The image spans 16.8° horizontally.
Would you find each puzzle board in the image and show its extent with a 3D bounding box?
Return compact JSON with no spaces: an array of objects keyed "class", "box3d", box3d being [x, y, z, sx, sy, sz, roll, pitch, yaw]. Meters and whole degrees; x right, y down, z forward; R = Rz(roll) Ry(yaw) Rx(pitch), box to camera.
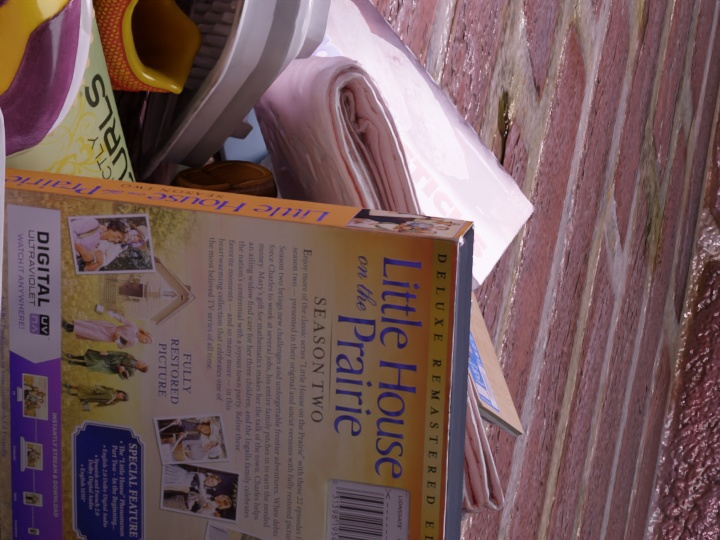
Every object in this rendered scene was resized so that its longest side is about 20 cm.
[{"class":"puzzle board","box3d":[0.043,0.010,1.271,0.200,0.017,0.151,37,33,-77]}]

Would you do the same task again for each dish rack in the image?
[{"class":"dish rack","box3d":[-0.042,-0.132,1.014,0.200,0.043,0.172,140,-37,-70]}]

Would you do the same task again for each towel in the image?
[{"class":"towel","box3d":[0.000,0.000,1.043,0.200,0.032,0.191,-155,-132,-77]}]

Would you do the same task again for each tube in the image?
[{"class":"tube","box3d":[-0.115,-0.034,0.934,0.200,0.052,0.058,78,13,-49]}]

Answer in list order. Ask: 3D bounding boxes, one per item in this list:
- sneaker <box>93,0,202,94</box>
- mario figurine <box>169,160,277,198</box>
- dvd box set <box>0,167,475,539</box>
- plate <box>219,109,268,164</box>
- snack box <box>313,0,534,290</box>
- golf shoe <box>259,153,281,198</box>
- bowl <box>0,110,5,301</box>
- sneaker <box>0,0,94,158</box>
[{"class":"sneaker","box3d":[-0.098,-0.147,0.895,0.200,0.077,0.073,76,26,-51]},{"class":"mario figurine","box3d":[-0.051,0.055,1.072,0.124,0.106,0.200,-64,168,-63]},{"class":"dvd box set","box3d":[-0.060,0.042,0.876,0.029,0.199,0.147,-50,143,-66]},{"class":"plate","box3d":[-0.035,-0.131,1.259,0.200,0.026,0.201,8,90,-77]},{"class":"snack box","box3d":[0.003,-0.083,1.166,0.200,0.024,0.072,51,43,-11]},{"class":"golf shoe","box3d":[-0.009,-0.030,1.263,0.200,0.078,0.097,-2,113,-77]},{"class":"bowl","box3d":[-0.164,0.017,0.713,0.200,0.074,0.201,-34,131,-71]},{"class":"sneaker","box3d":[-0.134,-0.132,0.774,0.090,0.075,0.201,-31,118,-73]}]
